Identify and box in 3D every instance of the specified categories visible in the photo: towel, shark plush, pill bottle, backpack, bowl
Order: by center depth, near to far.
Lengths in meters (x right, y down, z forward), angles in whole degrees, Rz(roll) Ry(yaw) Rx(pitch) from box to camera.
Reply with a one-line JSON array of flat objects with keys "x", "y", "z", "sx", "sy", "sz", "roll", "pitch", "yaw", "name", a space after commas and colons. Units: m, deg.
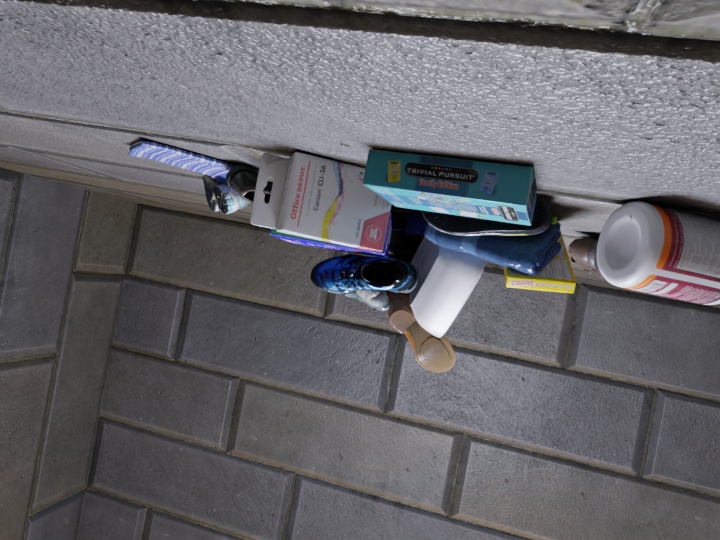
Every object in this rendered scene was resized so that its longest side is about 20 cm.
[{"x": 0.421, "y": -0.017, "z": 0.697, "sx": 0.198, "sy": 0.111, "sz": 0.110, "roll": 11, "pitch": 180, "yaw": -12, "name": "pill bottle"}, {"x": 0.209, "y": -0.059, "z": 0.863, "sx": 0.199, "sy": 0.049, "sz": 0.111, "roll": 22, "pitch": -138, "yaw": 34, "name": "towel"}, {"x": 0.147, "y": -0.007, "z": 0.996, "sx": 0.074, "sy": 0.201, "sz": 0.201, "roll": 19, "pitch": -144, "yaw": -9, "name": "bowl"}, {"x": -0.325, "y": -0.204, "z": 1.023, "sx": 0.198, "sy": 0.024, "sz": 0.144, "roll": 11, "pitch": 179, "yaw": -33, "name": "towel"}, {"x": 0.006, "y": 0.052, "z": 1.071, "sx": 0.083, "sy": 0.091, "sz": 0.200, "roll": 48, "pitch": 159, "yaw": -1, "name": "shark plush"}, {"x": 0.098, "y": -0.054, "z": 1.182, "sx": 0.197, "sy": 0.164, "sz": 0.169, "roll": 7, "pitch": -142, "yaw": 5, "name": "backpack"}]

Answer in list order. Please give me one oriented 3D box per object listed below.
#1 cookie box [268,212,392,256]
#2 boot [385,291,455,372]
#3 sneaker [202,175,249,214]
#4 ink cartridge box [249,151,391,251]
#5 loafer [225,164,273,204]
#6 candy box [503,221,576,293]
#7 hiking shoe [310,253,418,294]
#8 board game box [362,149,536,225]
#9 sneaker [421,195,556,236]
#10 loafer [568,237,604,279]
[{"x": -0.045, "y": -0.076, "z": 0.971, "sx": 0.197, "sy": 0.076, "sz": 0.171, "roll": 9, "pitch": 179, "yaw": 4, "name": "cookie box"}, {"x": 0.118, "y": 0.099, "z": 1.096, "sx": 0.200, "sy": 0.073, "sz": 0.155, "roll": 51, "pitch": -165, "yaw": -24, "name": "boot"}, {"x": -0.288, "y": -0.170, "z": 1.192, "sx": 0.086, "sy": 0.078, "sz": 0.200, "roll": -19, "pitch": -152, "yaw": -25, "name": "sneaker"}, {"x": -0.057, "y": -0.104, "z": 0.811, "sx": 0.198, "sy": 0.118, "sz": 0.067, "roll": 10, "pitch": -179, "yaw": -17, "name": "ink cartridge box"}, {"x": -0.179, "y": -0.137, "z": 1.052, "sx": 0.199, "sy": 0.072, "sz": 0.063, "roll": 22, "pitch": -150, "yaw": -56, "name": "loafer"}, {"x": 0.285, "y": -0.031, "z": 0.887, "sx": 0.101, "sy": 0.027, "sz": 0.201, "roll": 3, "pitch": -148, "yaw": 10, "name": "candy box"}, {"x": 0.000, "y": 0.000, "z": 0.945, "sx": 0.198, "sy": 0.075, "sz": 0.087, "roll": -2, "pitch": 169, "yaw": 16, "name": "hiking shoe"}, {"x": 0.122, "y": -0.106, "z": 0.702, "sx": 0.198, "sy": 0.048, "sz": 0.151, "roll": 11, "pitch": 180, "yaw": 20, "name": "board game box"}, {"x": 0.189, "y": -0.080, "z": 0.812, "sx": 0.198, "sy": 0.073, "sz": 0.083, "roll": 11, "pitch": -179, "yaw": 18, "name": "sneaker"}, {"x": 0.465, "y": -0.035, "z": 1.088, "sx": 0.071, "sy": 0.074, "sz": 0.199, "roll": 23, "pitch": -178, "yaw": 33, "name": "loafer"}]
